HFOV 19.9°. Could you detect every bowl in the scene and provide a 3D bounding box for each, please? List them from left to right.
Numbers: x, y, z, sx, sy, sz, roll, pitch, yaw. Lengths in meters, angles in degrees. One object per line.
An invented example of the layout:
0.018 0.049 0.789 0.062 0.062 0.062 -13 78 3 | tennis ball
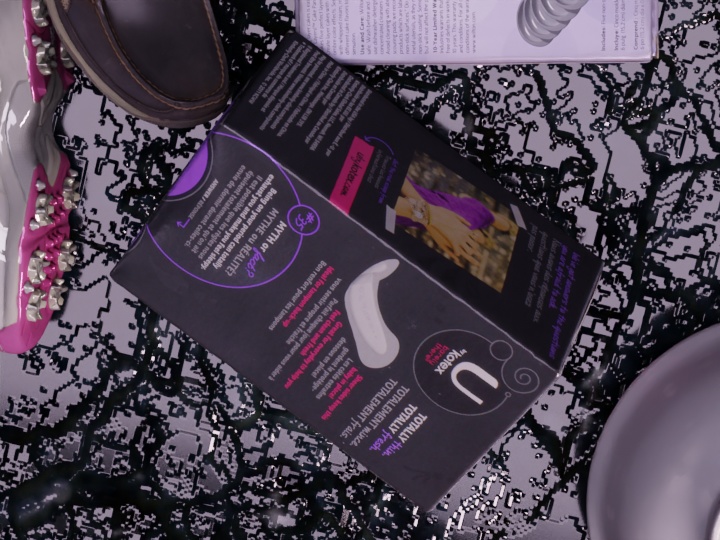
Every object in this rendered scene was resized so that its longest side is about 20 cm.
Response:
0.214 0.125 1.014 0.200 0.090 0.202 0 98 3 | bowl

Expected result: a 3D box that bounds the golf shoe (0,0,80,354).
-0.194 -0.058 1.052 0.091 0.075 0.201 1 91 10 | golf shoe

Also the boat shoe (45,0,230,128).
-0.121 -0.163 0.996 0.074 0.073 0.200 -25 79 -26 | boat shoe

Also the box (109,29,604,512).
0.000 0.000 1.013 0.200 0.106 0.122 37 126 -4 | box

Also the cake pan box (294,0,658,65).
0.055 -0.202 1.028 0.183 0.052 0.201 -3 99 0 | cake pan box
